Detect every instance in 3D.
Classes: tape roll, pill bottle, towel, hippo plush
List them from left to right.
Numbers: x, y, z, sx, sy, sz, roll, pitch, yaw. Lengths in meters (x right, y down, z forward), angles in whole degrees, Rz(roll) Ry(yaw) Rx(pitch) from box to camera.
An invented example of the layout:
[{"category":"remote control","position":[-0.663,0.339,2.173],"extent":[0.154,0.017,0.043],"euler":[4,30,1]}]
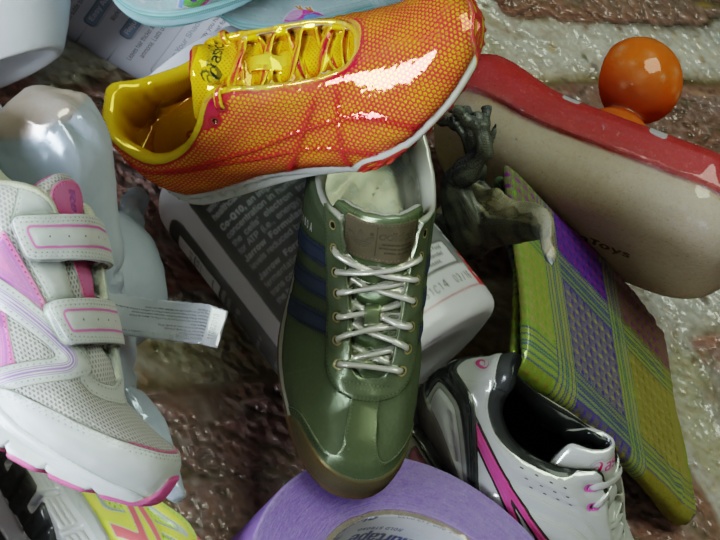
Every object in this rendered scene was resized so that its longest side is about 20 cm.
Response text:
[{"category":"hippo plush","position":[-0.140,-0.013,1.060],"extent":[0.199,0.160,0.161],"euler":[16,11,7]},{"category":"pill bottle","position":[-0.032,-0.025,1.204],"extent":[0.114,0.114,0.200],"euler":[-26,74,-48]},{"category":"tape roll","position":[0.018,0.189,1.097],"extent":[0.200,0.066,0.201],"euler":[22,44,-23]},{"category":"towel","position":[0.130,0.046,1.283],"extent":[0.200,0.023,0.144],"euler":[42,34,-44]}]

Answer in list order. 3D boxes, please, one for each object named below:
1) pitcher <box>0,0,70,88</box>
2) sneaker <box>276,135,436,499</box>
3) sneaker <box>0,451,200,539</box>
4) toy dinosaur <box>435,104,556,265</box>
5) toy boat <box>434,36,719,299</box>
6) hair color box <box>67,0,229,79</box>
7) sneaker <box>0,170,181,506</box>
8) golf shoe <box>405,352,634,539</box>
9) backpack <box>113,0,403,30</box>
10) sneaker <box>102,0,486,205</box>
[{"category":"pitcher","position":[-0.227,-0.187,1.194],"extent":[0.121,0.172,0.201],"euler":[-22,87,-9]},{"category":"sneaker","position":[0.000,0.000,1.090],"extent":[0.067,0.090,0.201],"euler":[5,69,-8]},{"category":"sneaker","position":[-0.096,0.148,1.033],"extent":[0.090,0.078,0.200],"euler":[-11,63,-46]},{"category":"toy dinosaur","position":[0.059,-0.042,1.224],"extent":[0.047,0.200,0.088],"euler":[-4,89,-23]},{"category":"toy boat","position":[0.146,-0.078,1.340],"extent":[0.199,0.131,0.131],"euler":[21,71,7]},{"category":"hair color box","position":[-0.101,-0.155,1.275],"extent":[0.200,0.099,0.061],"euler":[30,43,-14]},{"category":"sneaker","position":[-0.136,0.009,0.932],"extent":[0.200,0.088,0.081],"euler":[48,6,6]},{"category":"golf shoe","position":[0.104,0.124,1.186],"extent":[0.200,0.092,0.073],"euler":[45,40,-19]},{"category":"backpack","position":[-0.055,-0.210,1.156],"extent":[0.199,0.153,0.176],"euler":[-10,61,2]},{"category":"sneaker","position":[-0.034,-0.081,1.055],"extent":[0.077,0.200,0.073],"euler":[35,44,-47]}]
